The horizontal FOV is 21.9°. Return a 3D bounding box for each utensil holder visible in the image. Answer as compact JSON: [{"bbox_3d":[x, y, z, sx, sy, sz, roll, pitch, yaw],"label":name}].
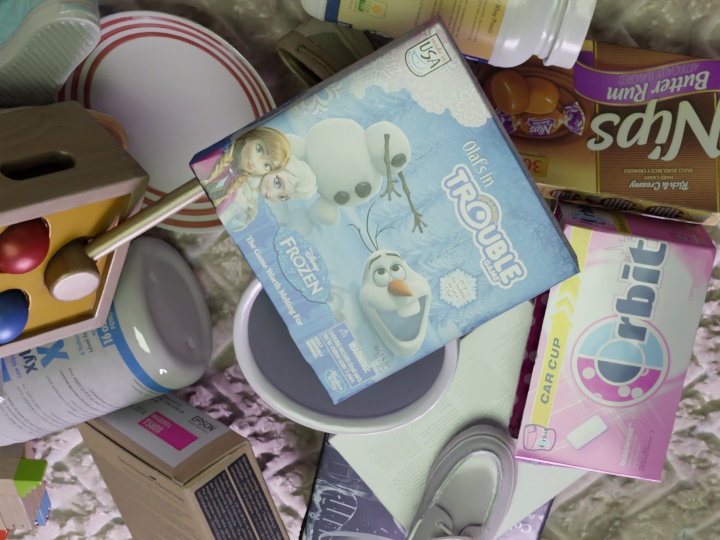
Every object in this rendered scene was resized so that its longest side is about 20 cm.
[{"bbox_3d":[0.000,0.000,1.443,0.170,0.200,0.170,4,125,6],"label":"utensil holder"}]

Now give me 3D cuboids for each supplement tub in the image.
[{"bbox_3d":[-0.238,0.061,1.565,0.200,0.132,0.132,-20,119,20],"label":"supplement tub"},{"bbox_3d":[0.068,-0.225,1.312,0.200,0.144,0.145,15,125,0],"label":"supplement tub"}]

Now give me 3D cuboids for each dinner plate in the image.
[{"bbox_3d":[-0.150,-0.119,1.478,0.200,0.024,0.200,12,127,16],"label":"dinner plate"}]

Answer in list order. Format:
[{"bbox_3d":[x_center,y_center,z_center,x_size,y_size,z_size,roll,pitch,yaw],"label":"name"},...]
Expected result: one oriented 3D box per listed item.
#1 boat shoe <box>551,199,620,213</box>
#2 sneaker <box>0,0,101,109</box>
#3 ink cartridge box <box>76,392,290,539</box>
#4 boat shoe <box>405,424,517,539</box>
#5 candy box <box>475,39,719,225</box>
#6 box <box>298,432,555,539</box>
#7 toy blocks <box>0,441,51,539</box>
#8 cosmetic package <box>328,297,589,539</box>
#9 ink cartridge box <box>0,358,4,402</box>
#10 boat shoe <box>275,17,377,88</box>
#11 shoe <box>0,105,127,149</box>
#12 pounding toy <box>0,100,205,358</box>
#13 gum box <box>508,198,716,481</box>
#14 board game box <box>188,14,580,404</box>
[{"bbox_3d":[0.168,-0.020,1.485,0.067,0.072,0.200,11,119,8],"label":"boat shoe"},{"bbox_3d":[-0.260,-0.185,1.449,0.074,0.082,0.200,14,153,-38],"label":"sneaker"},{"bbox_3d":[-0.149,0.194,1.609,0.200,0.075,0.165,25,142,50],"label":"ink cartridge box"},{"bbox_3d":[0.063,0.216,1.449,0.072,0.069,0.200,30,105,-5],"label":"boat shoe"},{"bbox_3d":[0.181,-0.108,1.392,0.200,0.056,0.117,10,83,4],"label":"candy box"},{"bbox_3d":[0.054,0.207,1.624,0.200,0.124,0.197,13,127,0],"label":"box"},{"bbox_3d":[-0.370,0.214,1.725,0.200,0.100,0.137,1,136,10],"label":"toy blocks"},{"bbox_3d":[0.098,0.125,1.483,0.200,0.052,0.151,-37,98,11],"label":"cosmetic package"},{"bbox_3d":[-0.375,0.039,1.524,0.145,0.200,0.084,-29,144,25],"label":"ink cartridge box"},{"bbox_3d":[0.011,-0.108,1.391,0.200,0.065,0.072,54,166,13],"label":"boat shoe"},{"bbox_3d":[-0.284,-0.106,1.488,0.200,0.053,0.070,-5,129,4],"label":"shoe"},{"bbox_3d":[-0.233,-0.029,1.401,0.142,0.200,0.184,45,132,28],"label":"pounding toy"},{"bbox_3d":[0.185,0.058,1.398,0.113,0.066,0.200,9,107,-3],"label":"gum box"},{"bbox_3d":[0.017,-0.040,1.283,0.199,0.043,0.200,-29,102,9],"label":"board game box"}]
